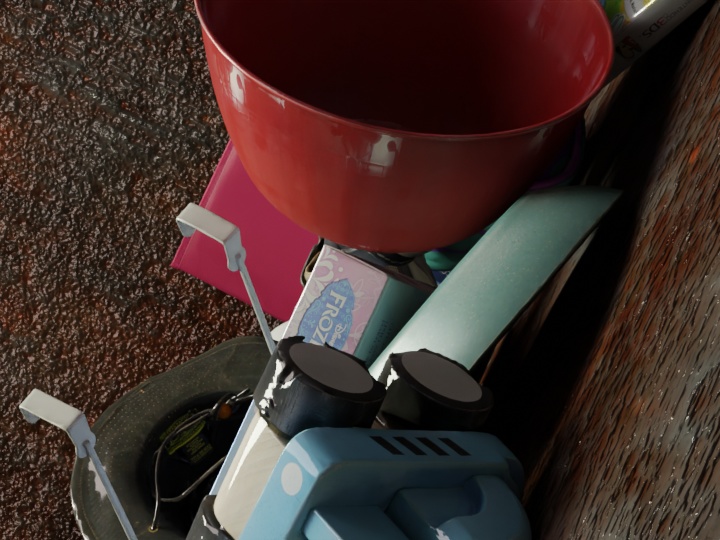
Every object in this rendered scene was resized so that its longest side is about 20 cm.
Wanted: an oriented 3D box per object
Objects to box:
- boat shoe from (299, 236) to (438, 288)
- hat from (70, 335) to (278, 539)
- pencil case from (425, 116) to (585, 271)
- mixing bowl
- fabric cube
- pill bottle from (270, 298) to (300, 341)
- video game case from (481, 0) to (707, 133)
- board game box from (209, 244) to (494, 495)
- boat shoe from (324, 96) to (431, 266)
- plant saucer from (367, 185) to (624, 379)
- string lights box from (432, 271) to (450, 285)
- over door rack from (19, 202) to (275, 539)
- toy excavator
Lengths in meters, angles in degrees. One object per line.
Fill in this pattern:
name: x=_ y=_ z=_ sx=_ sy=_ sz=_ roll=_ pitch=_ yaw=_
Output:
boat shoe: x=0.000 y=0.000 z=1.406 sx=0.074 sy=0.073 sz=0.201 roll=-171 pitch=67 yaw=-75
hat: x=-0.069 y=0.135 z=1.420 sx=0.081 sy=0.200 sz=0.201 roll=68 pitch=-147 yaw=-41
pencil case: x=0.067 y=-0.061 z=1.410 sx=0.085 sy=0.092 sz=0.200 roll=-56 pitch=1 yaw=-18
mixing bowl: x=0.013 y=-0.080 z=1.151 sx=0.200 sy=0.199 sz=0.109 roll=-68 pitch=-8 yaw=-52
fabric cube: x=-0.014 y=-0.074 z=2.008 sx=0.197 sy=0.199 sz=0.200 roll=-62 pitch=4 yaw=27
pill bottle: x=-0.028 y=0.102 z=1.531 sx=0.116 sy=0.115 sz=0.200 roll=-68 pitch=4 yaw=-56
video game case: x=0.124 y=-0.155 z=1.251 sx=0.182 sy=0.023 sz=0.200 roll=-40 pitch=23 yaw=38
board game box: x=-0.011 y=0.097 z=1.230 sx=0.201 sy=0.043 sz=0.199 roll=-65 pitch=-20 yaw=1
boat shoe: x=0.016 y=-0.083 z=1.284 sx=0.063 sy=0.073 sz=0.201 roll=-30 pitch=38 yaw=40
plant saucer: x=0.043 y=0.029 z=1.101 sx=0.200 sy=0.036 sz=0.200 roll=-49 pitch=-3 yaw=-4
string lights box: x=0.056 y=-0.063 z=1.566 sx=0.201 sy=0.102 sz=0.059 roll=-64 pitch=3 yaw=-1
over door rack: x=-0.073 y=0.091 z=1.256 sx=0.148 sy=0.066 sz=0.200 roll=-51 pitch=-46 yaw=-27
toy excavator: x=0.011 y=0.119 z=0.896 sx=0.194 sy=0.200 sz=0.100 roll=5 pitch=-61 yaw=-45
